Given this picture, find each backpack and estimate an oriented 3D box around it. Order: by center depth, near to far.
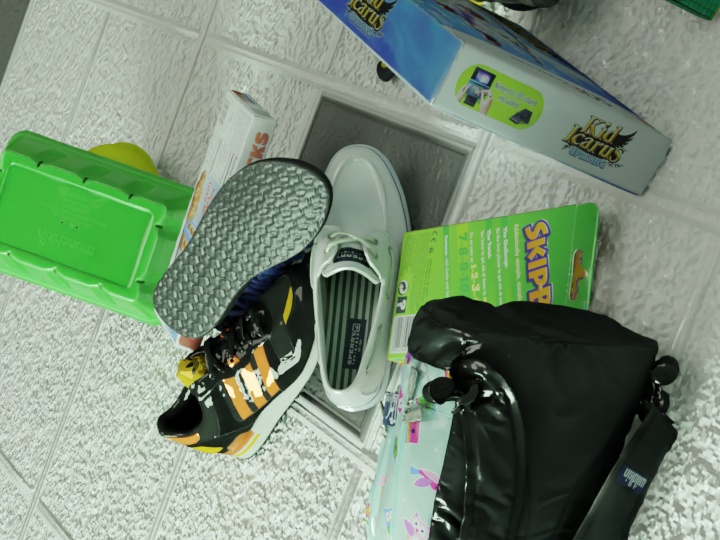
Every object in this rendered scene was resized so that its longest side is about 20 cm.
[{"bbox_3d":[0.083,0.121,0.890,0.127,0.165,0.202,-135,54,-63],"label":"backpack"}]

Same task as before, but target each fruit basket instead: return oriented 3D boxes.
[{"bbox_3d":[-0.250,-0.050,1.415,0.215,0.214,0.157,20,92,55],"label":"fruit basket"}]

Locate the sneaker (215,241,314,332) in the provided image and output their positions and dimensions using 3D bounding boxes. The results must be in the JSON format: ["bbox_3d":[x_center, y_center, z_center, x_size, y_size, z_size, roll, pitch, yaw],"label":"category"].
[{"bbox_3d":[-0.076,-0.004,1.225,0.199,0.080,0.116,-23,61,56],"label":"sneaker"}]

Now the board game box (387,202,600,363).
[{"bbox_3d":[0.092,0.012,1.017,0.199,0.030,0.097,-9,69,55],"label":"board game box"}]

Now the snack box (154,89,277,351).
[{"bbox_3d":[-0.119,-0.040,1.207,0.072,0.024,0.202,45,119,57],"label":"snack box"}]

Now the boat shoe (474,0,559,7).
[{"bbox_3d":[0.122,-0.274,1.033,0.064,0.074,0.204,5,72,27],"label":"boat shoe"}]

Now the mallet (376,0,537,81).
[{"bbox_3d":[0.074,-0.185,1.124,0.200,0.041,0.066,-40,43,44],"label":"mallet"}]

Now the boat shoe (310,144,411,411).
[{"bbox_3d":[0.000,0.000,1.098,0.073,0.067,0.202,-4,78,9],"label":"boat shoe"}]

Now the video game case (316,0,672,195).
[{"bbox_3d":[0.078,-0.135,0.964,0.046,0.180,0.200,-59,37,16],"label":"video game case"}]

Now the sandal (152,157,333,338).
[{"bbox_3d":[-0.090,-0.025,1.137,0.200,0.075,0.048,-41,5,36],"label":"sandal"}]

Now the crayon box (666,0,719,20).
[{"bbox_3d":[0.221,-0.273,0.931,0.201,0.058,0.119,-61,36,17],"label":"crayon box"}]

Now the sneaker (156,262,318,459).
[{"bbox_3d":[-0.095,0.074,1.178,0.201,0.089,0.070,-60,36,35],"label":"sneaker"}]
